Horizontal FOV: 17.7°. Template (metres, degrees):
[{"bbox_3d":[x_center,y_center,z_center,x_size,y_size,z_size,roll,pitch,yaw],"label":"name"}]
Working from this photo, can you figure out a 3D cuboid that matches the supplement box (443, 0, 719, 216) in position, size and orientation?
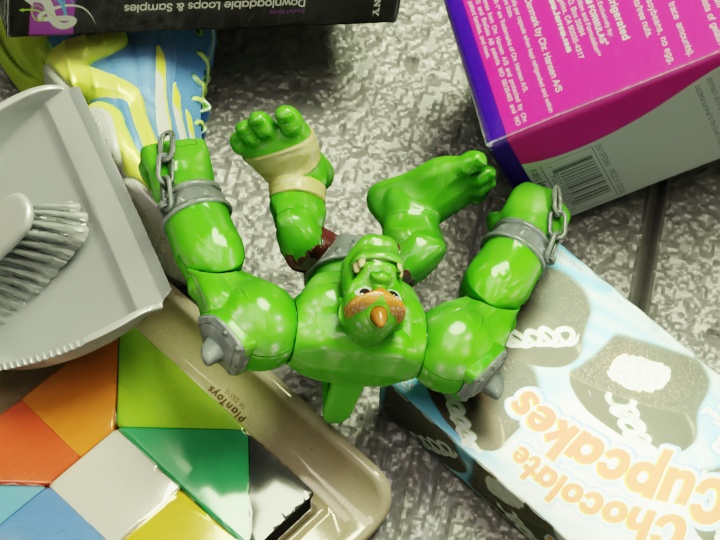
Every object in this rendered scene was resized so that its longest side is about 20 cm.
[{"bbox_3d":[0.155,-0.116,1.134,0.200,0.101,0.104,-20,62,10],"label":"supplement box"}]

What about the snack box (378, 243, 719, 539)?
[{"bbox_3d":[0.119,0.083,1.094,0.200,0.037,0.116,40,68,18],"label":"snack box"}]

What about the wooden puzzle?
[{"bbox_3d":[-0.114,0.109,1.071,0.185,0.037,0.200,40,67,18],"label":"wooden puzzle"}]

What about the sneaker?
[{"bbox_3d":[-0.101,-0.088,1.159,0.105,0.076,0.200,-30,65,-18],"label":"sneaker"}]

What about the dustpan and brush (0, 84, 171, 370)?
[{"bbox_3d":[-0.199,0.012,1.094,0.200,0.057,0.140,-38,60,19],"label":"dustpan and brush"}]

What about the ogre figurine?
[{"bbox_3d":[0.000,0.000,1.072,0.200,0.098,0.120,18,54,-28],"label":"ogre figurine"}]

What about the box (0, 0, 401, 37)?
[{"bbox_3d":[-0.092,-0.170,1.178,0.199,0.036,0.143,-5,37,-16],"label":"box"}]
